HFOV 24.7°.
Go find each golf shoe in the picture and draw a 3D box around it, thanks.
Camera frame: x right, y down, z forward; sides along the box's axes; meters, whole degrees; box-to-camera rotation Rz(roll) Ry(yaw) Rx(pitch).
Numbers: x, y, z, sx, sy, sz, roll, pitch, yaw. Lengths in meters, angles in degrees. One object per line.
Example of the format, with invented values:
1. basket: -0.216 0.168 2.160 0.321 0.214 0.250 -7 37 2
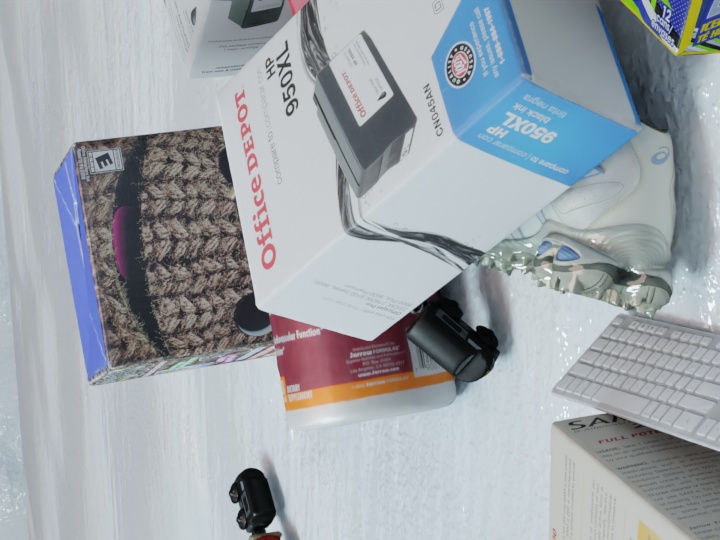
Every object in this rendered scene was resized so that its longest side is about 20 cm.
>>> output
1. golf shoe: 0.105 -0.037 0.848 0.200 0.078 0.098 16 93 65

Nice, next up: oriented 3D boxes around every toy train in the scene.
1. toy train: 0.000 0.000 0.995 0.034 0.200 0.046 -52 0 25
2. toy train: -0.076 0.265 1.477 0.046 0.034 0.201 -60 40 44

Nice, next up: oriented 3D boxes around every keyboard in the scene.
1. keyboard: 0.151 0.052 0.754 0.011 0.056 0.200 52 167 -16

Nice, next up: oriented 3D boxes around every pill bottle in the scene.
1. pill bottle: -0.008 -0.002 1.078 0.114 0.114 0.201 159 102 -70

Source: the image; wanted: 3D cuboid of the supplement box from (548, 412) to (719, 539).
1. supplement box: 0.160 0.156 0.734 0.200 0.073 0.127 -139 44 -61

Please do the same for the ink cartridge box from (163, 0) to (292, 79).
1. ink cartridge box: -0.097 -0.265 1.264 0.200 0.084 0.147 118 139 -58

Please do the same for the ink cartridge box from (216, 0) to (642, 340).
1. ink cartridge box: 0.025 -0.079 0.819 0.200 0.084 0.145 -40 49 35

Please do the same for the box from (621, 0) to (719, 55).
1. box: 0.123 -0.169 0.710 0.200 0.070 0.065 -120 31 -47

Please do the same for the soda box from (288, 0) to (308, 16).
1. soda box: -0.024 -0.235 0.981 0.070 0.063 0.201 117 140 -59

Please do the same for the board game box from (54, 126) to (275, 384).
1. board game box: -0.106 -0.016 1.196 0.097 0.199 0.160 152 108 -69
